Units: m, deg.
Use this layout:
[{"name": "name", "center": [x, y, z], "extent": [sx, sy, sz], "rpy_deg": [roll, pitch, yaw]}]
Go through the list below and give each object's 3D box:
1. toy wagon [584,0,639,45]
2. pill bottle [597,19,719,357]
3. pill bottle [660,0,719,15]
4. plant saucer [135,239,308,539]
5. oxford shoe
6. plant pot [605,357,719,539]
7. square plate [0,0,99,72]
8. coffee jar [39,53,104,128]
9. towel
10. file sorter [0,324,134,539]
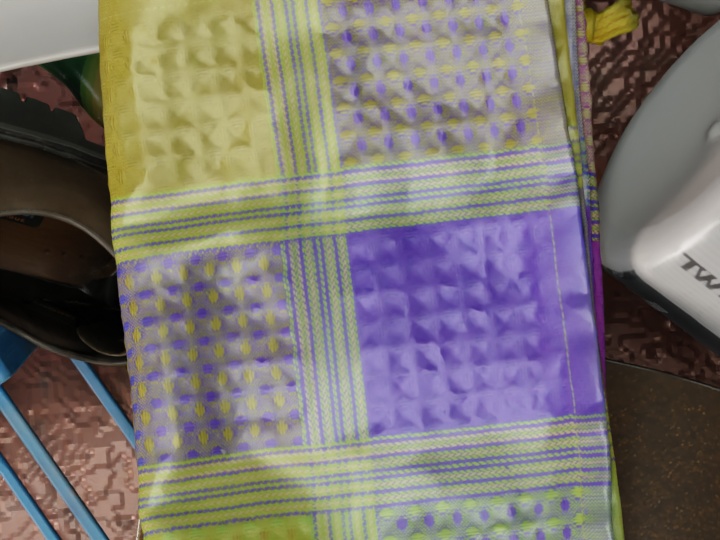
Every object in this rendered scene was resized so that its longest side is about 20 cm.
[{"name": "toy wagon", "center": [0.060, -0.176, 0.802], "extent": [0.154, 0.040, 0.201], "rpy_deg": [-9, 95, 4]}, {"name": "pill bottle", "center": [0.176, 0.011, 0.708], "extent": [0.200, 0.106, 0.106], "rpy_deg": [36, 96, -17]}, {"name": "pill bottle", "center": [0.197, -0.107, 0.748], "extent": [0.199, 0.116, 0.117], "rpy_deg": [15, 96, -11]}, {"name": "plant saucer", "center": [0.006, 0.056, 0.750], "extent": [0.037, 0.200, 0.201], "rpy_deg": [25, 97, 29]}, {"name": "oxford shoe", "center": [-0.061, 0.004, 0.752], "extent": [0.199, 0.085, 0.073], "rpy_deg": [9, 129, -22]}, {"name": "plant pot", "center": [0.073, 0.135, 0.726], "extent": [0.186, 0.187, 0.201], "rpy_deg": [17, 82, 1]}, {"name": "square plate", "center": [-0.128, -0.156, 0.694], "extent": [0.199, 0.028, 0.199], "rpy_deg": [-10, 107, 16]}, {"name": "coffee jar", "center": [-0.108, -0.121, 0.791], "extent": [0.199, 0.085, 0.105], "rpy_deg": [31, 105, 0]}, {"name": "towel", "center": [0.000, 0.000, 0.662], "extent": [0.143, 0.023, 0.201], "rpy_deg": [-4, 84, -3]}, {"name": "file sorter", "center": [-0.163, 0.117, 0.792], "extent": [0.199, 0.139, 0.123], "rpy_deg": [-33, 96, 5]}]
